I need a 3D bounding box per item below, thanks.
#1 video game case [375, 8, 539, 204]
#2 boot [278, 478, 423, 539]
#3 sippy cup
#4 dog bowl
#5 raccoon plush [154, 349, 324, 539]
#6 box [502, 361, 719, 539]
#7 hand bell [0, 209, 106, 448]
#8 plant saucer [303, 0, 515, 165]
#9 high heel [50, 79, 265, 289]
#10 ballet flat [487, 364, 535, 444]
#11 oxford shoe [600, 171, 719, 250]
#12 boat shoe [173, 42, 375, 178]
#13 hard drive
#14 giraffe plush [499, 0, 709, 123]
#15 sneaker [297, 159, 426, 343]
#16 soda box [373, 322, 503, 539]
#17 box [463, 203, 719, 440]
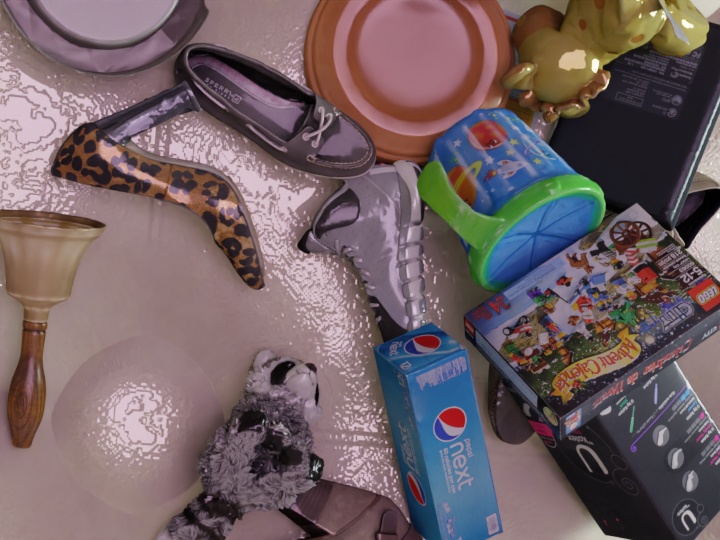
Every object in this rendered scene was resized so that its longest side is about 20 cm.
[{"bbox_3d":[0.100,-0.155,1.743,0.142,0.017,0.201,17,82,-17],"label":"video game case"},{"bbox_3d":[-0.031,0.285,1.655,0.146,0.070,0.200,35,78,-16],"label":"boot"},{"bbox_3d":[0.130,-0.072,1.660,0.139,0.178,0.131,-33,61,0],"label":"sippy cup"},{"bbox_3d":[-0.227,-0.266,1.617,0.199,0.059,0.201,1,87,-19],"label":"dog bowl"},{"bbox_3d":[-0.113,0.153,1.644,0.200,0.134,0.097,-30,116,14],"label":"raccoon plush"},{"bbox_3d":[0.245,0.147,1.705,0.106,0.122,0.200,-43,110,-23],"label":"box"},{"bbox_3d":[-0.281,0.054,1.582,0.104,0.104,0.201,5,97,-18],"label":"hand bell"},{"bbox_3d":[0.048,-0.198,1.700,0.199,0.037,0.201,1,85,-8],"label":"plant saucer"},{"bbox_3d":[-0.176,-0.051,1.630,0.142,0.071,0.201,-26,100,-5],"label":"high heel"},{"bbox_3d":[0.147,0.063,1.741,0.067,0.046,0.201,2,93,-34],"label":"ballet flat"},{"bbox_3d":[0.266,-0.028,1.758,0.200,0.075,0.071,-45,119,-14],"label":"oxford shoe"},{"bbox_3d":[-0.076,-0.141,1.639,0.199,0.057,0.067,27,77,-1],"label":"boat shoe"},{"bbox_3d":[0.266,-0.152,1.754,0.139,0.033,0.201,20,80,19],"label":"hard drive"},{"bbox_3d":[0.210,-0.215,1.690,0.172,0.200,0.162,37,117,-25],"label":"giraffe plush"},{"bbox_3d":[0.000,0.000,1.684,0.115,0.075,0.201,-1,89,-4],"label":"sneaker"},{"bbox_3d":[0.070,0.153,1.656,0.064,0.068,0.201,-22,118,-19],"label":"soda box"},{"bbox_3d":[0.210,0.041,1.623,0.200,0.038,0.137,-32,57,-17],"label":"box"}]
